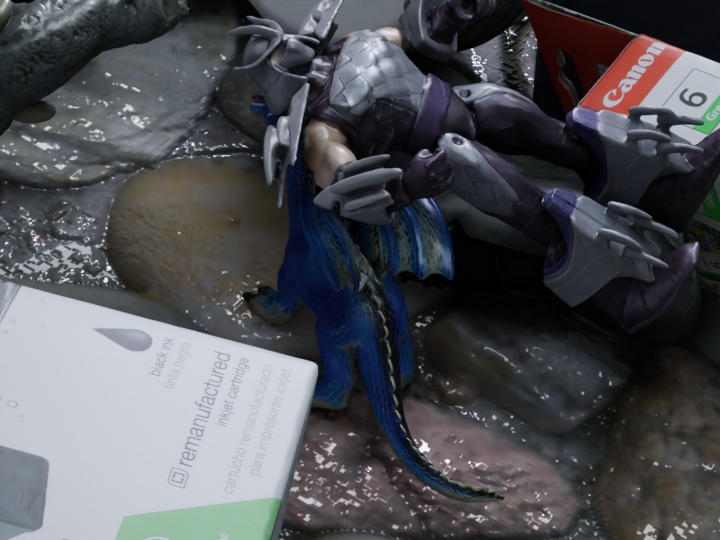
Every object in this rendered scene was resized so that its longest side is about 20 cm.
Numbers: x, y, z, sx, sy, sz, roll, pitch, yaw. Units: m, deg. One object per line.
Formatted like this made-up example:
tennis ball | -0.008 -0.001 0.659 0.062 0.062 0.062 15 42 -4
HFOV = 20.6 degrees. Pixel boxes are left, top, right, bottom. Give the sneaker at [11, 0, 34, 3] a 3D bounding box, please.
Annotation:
sneaker | -0.160 -0.183 0.929 0.060 0.104 0.201 -22 73 -38

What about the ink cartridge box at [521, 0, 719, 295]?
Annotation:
ink cartridge box | 0.146 -0.042 0.868 0.199 0.109 0.050 27 68 37

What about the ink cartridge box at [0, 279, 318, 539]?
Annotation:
ink cartridge box | -0.128 0.080 0.653 0.198 0.084 0.146 14 39 0

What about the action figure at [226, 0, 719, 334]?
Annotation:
action figure | 0.040 -0.055 0.774 0.199 0.069 0.131 23 57 -7

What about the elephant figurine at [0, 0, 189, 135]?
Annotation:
elephant figurine | -0.195 -0.068 0.799 0.155 0.142 0.200 37 50 3

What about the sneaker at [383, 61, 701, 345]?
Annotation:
sneaker | 0.058 -0.017 0.870 0.199 0.076 0.091 31 48 32

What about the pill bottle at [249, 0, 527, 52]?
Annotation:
pill bottle | 0.025 -0.157 0.917 0.113 0.114 0.200 29 15 16

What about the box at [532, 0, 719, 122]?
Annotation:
box | 0.190 -0.149 1.025 0.181 0.105 0.201 14 40 -2

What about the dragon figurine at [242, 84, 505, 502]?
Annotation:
dragon figurine | 0.000 0.000 0.800 0.058 0.100 0.201 -7 45 -23
